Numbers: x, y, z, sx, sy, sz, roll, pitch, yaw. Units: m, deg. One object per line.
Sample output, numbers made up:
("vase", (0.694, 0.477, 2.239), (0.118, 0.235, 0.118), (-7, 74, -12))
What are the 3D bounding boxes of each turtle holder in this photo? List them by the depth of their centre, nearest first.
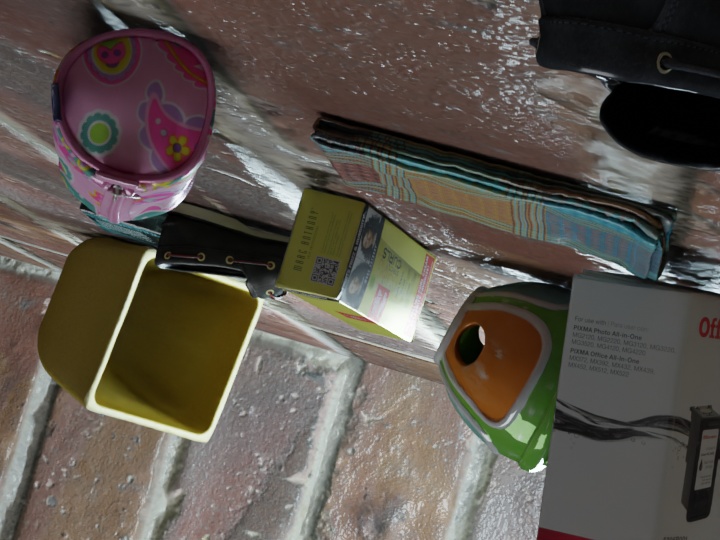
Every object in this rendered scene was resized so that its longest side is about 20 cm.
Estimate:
("turtle holder", (0.136, 0.065, 1.465), (0.131, 0.141, 0.186), (30, -143, 10))

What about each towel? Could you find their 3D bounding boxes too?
("towel", (0.076, -0.038, 1.085), (0.199, 0.022, 0.147), (16, 174, 10))

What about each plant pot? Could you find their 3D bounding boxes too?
("plant pot", (-0.272, 0.067, 2.304), (0.194, 0.196, 0.200), (22, 179, -43))

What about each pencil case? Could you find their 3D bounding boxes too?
("pencil case", (-0.121, -0.072, 1.017), (0.087, 0.088, 0.200), (17, 175, -7))

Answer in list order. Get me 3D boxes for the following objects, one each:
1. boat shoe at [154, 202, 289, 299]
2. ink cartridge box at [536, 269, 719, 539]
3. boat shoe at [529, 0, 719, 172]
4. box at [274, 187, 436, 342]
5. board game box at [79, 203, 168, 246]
("boat shoe", (-0.078, -0.004, 1.666), (0.201, 0.063, 0.074), (15, 172, 5))
("ink cartridge box", (0.184, 0.107, 1.185), (0.083, 0.201, 0.145), (9, -179, 35))
("boat shoe", (0.105, -0.059, 0.594), (0.074, 0.062, 0.200), (11, 174, 31))
("box", (0.000, 0.000, 1.410), (0.050, 0.076, 0.200), (14, 173, 18))
("board game box", (-0.150, -0.030, 1.777), (0.199, 0.028, 0.135), (17, 174, 3))
